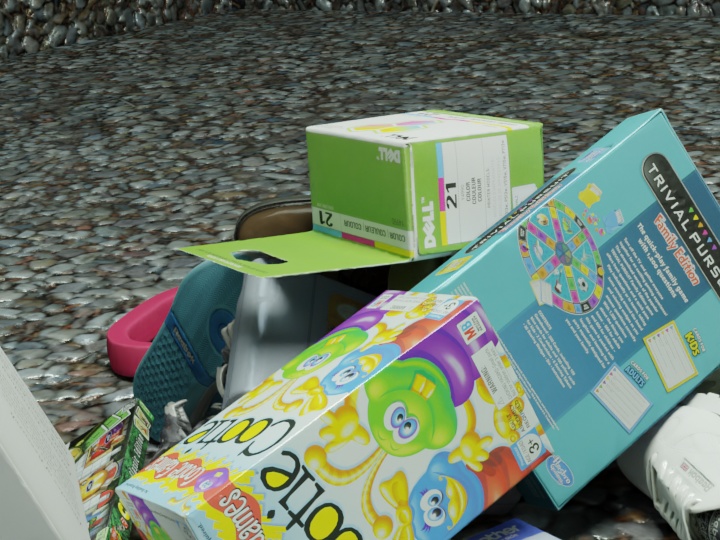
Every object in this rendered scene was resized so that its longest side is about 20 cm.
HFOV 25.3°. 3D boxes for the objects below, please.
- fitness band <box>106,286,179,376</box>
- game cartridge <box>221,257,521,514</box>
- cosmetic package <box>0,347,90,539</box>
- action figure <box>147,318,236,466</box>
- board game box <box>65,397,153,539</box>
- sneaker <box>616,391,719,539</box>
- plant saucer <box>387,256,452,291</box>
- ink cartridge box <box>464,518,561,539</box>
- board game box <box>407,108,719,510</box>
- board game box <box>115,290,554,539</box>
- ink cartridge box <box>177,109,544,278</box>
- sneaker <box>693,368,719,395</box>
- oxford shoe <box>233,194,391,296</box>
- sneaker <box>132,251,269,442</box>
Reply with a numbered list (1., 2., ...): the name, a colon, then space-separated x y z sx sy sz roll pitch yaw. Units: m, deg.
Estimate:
1. fitness band: -0.133 0.049 1.380 0.142 0.038 0.200 -2 15 20
2. game cartridge: 0.013 0.077 1.007 0.198 0.042 0.134 21 39 -16
3. cosmetic package: -0.254 0.115 0.860 0.164 0.166 0.200 -31 20 -4
4. action figure: -0.067 0.098 1.046 0.198 0.119 0.103 -9 54 -31
5. board game box: -0.178 0.150 0.964 0.104 0.024 0.200 -35 17 9
6. sneaker: 0.208 0.129 0.940 0.080 0.077 0.199 -25 21 -25
7. plant saucer: 0.113 0.033 1.067 0.198 0.031 0.201 20 37 -15
8. ink cartridge box: 0.082 0.184 0.840 0.118 0.043 0.199 -16 18 -32
9. board game box: 0.142 0.022 0.979 0.199 0.152 0.047 -37 10 -18
10. board game box: -0.013 0.108 0.872 0.199 0.104 0.105 -36 17 -24
11. ink cartridge box: -0.002 -0.051 1.019 0.198 0.077 0.147 -9 12 -26
12. sneaker: 0.229 0.060 1.139 0.073 0.090 0.200 -12 16 -20
13. oxford shoe: 0.000 0.000 1.117 0.198 0.073 0.085 15 27 11
14. sneaker: -0.073 0.044 1.155 0.130 0.080 0.200 -11 -25 -39
